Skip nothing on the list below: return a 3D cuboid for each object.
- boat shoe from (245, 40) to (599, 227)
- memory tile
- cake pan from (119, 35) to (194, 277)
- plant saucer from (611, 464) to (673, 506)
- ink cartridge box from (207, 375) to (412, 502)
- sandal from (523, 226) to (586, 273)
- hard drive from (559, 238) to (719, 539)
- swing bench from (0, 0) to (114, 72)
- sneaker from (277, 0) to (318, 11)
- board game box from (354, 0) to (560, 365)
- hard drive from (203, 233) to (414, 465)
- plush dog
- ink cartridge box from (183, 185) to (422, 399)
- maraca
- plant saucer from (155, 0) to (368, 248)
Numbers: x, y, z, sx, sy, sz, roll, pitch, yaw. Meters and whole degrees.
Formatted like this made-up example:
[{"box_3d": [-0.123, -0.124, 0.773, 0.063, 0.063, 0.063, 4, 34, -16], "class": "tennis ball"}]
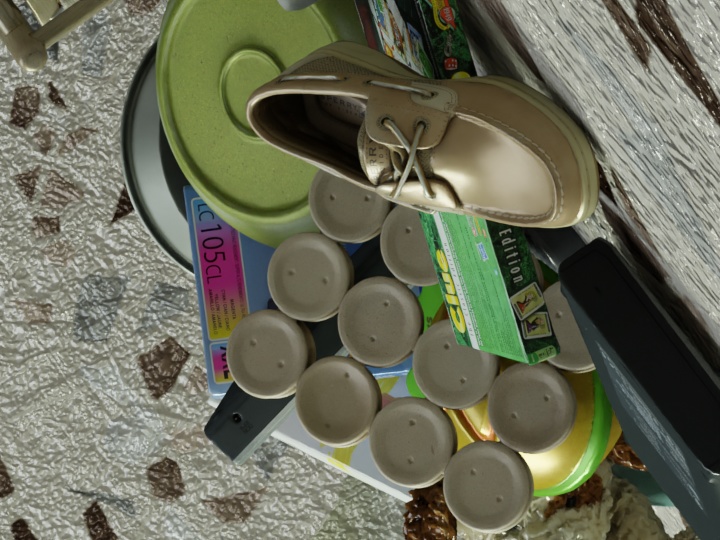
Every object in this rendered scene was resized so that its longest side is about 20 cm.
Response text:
[{"box_3d": [0.028, -0.057, 1.333, 0.200, 0.064, 0.072, 19, 124, 44], "class": "boat shoe"}, {"box_3d": [0.033, 0.039, 1.535, 0.199, 0.154, 0.017, 30, -172, 19], "class": "memory tile"}, {"box_3d": [-0.059, -0.084, 1.839, 0.201, 0.200, 0.037, 56, 159, -14], "class": "cake pan"}, {"box_3d": [0.140, 0.079, 1.812, 0.200, 0.036, 0.200, 56, 177, 4], "class": "plant saucer"}, {"box_3d": [0.023, 0.104, 1.852, 0.199, 0.084, 0.145, 24, 176, 30], "class": "ink cartridge box"}, {"box_3d": [0.073, -0.055, 1.490, 0.076, 0.043, 0.200, 47, 179, -34], "class": "sandal"}, {"box_3d": [0.164, 0.085, 1.404, 0.140, 0.033, 0.200, 54, 176, 31], "class": "hard drive"}, {"box_3d": [-0.126, -0.216, 1.358, 0.130, 0.199, 0.200, 56, 177, -18], "class": "swing bench"}, {"box_3d": [-0.056, -0.209, 1.507, 0.112, 0.073, 0.200, 56, 177, 6], "class": "sneaker"}, {"box_3d": [0.046, -0.054, 1.412, 0.105, 0.023, 0.201, 12, 121, 69], "class": "board game box"}, {"box_3d": [-0.005, 0.018, 1.633, 0.033, 0.200, 0.140, 43, -167, -3], "class": "hard drive"}, {"box_3d": [0.116, 0.155, 1.709, 0.161, 0.199, 0.172, -117, 4, -50], "class": "plush dog"}, {"box_3d": [0.000, 0.000, 1.747, 0.076, 0.199, 0.137, -8, -90, -81], "class": "ink cartridge box"}, {"box_3d": [0.082, 0.057, 1.602, 0.200, 0.107, 0.138, 12, 104, 57], "class": "maraca"}, {"box_3d": [-0.054, -0.107, 1.657, 0.031, 0.200, 0.200, -17, -113, -48], "class": "plant saucer"}]
